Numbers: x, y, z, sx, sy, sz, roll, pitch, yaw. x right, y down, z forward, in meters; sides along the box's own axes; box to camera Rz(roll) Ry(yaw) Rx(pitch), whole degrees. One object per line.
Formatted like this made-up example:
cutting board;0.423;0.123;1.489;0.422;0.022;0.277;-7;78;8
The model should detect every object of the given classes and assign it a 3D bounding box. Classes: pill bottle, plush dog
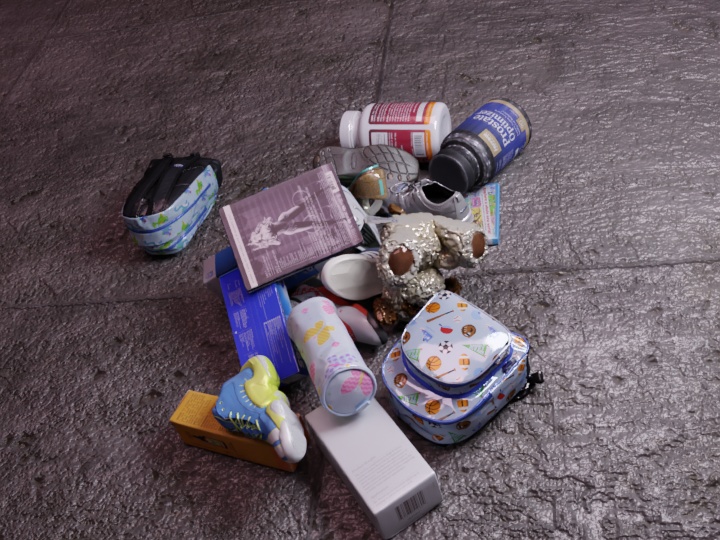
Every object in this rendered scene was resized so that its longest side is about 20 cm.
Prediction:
pill bottle;0.066;-0.263;1.666;0.198;0.114;0.114;4;48;20
plush dog;0.081;0.001;1.355;0.198;0.173;0.160;-13;30;-30
pill bottle;0.212;-0.217;1.561;0.111;0.113;0.200;22;48;33

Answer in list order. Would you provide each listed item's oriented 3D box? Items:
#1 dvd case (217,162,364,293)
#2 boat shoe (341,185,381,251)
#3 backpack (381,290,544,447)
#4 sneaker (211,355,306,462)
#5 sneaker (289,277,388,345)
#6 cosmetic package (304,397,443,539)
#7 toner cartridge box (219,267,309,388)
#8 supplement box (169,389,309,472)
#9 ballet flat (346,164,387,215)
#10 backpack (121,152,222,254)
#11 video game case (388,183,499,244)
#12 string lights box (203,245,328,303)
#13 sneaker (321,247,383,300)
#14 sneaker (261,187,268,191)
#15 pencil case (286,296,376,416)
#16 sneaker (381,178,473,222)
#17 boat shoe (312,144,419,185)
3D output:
dvd case;-0.110;-0.069;1.374;0.198;0.016;0.150;-22;70;-1
boat shoe;-0.020;-0.086;1.467;0.074;0.199;0.067;-46;52;13
backpack;0.128;0.141;1.235;0.199;0.154;0.191;31;72;34
sneaker;-0.145;0.210;1.213;0.104;0.076;0.200;-31;36;1
sneaker;-0.053;0.093;1.390;0.108;0.068;0.201;-41;46;-20
cosmetic package;0.016;0.257;1.203;0.101;0.074;0.200;-29;44;-13
toner cartridge box;-0.152;0.085;1.369;0.094;0.043;0.202;-23;68;16
supplement box;-0.179;0.235;1.288;0.198;0.067;0.069;7;49;22
ballet flat;0.003;-0.128;1.557;0.067;0.073;0.200;-22;-1;-23
backpack;-0.366;-0.125;1.659;0.161;0.155;0.200;1;25;15
video game case;0.146;-0.095;1.545;0.198;0.018;0.144;-4;45;14
string lights box;-0.153;-0.013;1.457;0.199;0.103;0.059;-28;41;15
sneaker;0.000;0.000;1.417;0.199;0.076;0.084;1;17;-44
sneaker;-0.118;-0.118;1.607;0.198;0.076;0.078;7;53;22
pencil case;-0.044;0.121;1.251;0.083;0.091;0.200;-26;33;-5
sneaker;0.108;-0.134;1.522;0.199;0.082;0.075;18;53;32
boat shoe;0.012;-0.192;1.634;0.198;0.074;0.077;7;76;5
